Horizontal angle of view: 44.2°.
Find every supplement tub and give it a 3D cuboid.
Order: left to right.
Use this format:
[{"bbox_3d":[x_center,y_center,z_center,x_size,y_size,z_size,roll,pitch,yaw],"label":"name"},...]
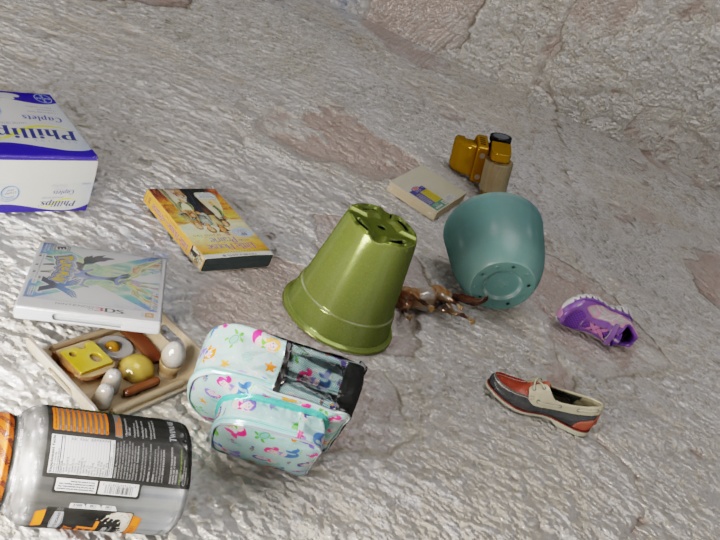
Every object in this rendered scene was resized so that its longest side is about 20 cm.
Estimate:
[{"bbox_3d":[-0.285,0.206,0.918,0.199,0.123,0.123,12,31,-25],"label":"supplement tub"}]

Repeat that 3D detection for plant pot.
[{"bbox_3d":[0.000,0.000,1.438,0.199,0.190,0.200,21,28,-12],"label":"plant pot"},{"bbox_3d":[0.265,-0.024,1.716,0.200,0.201,0.161,18,41,-16],"label":"plant pot"}]

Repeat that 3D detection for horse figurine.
[{"bbox_3d":[0.126,0.054,1.593,0.199,0.050,0.133,2,19,-25],"label":"horse figurine"}]

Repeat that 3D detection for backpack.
[{"bbox_3d":[-0.114,0.156,1.092,0.199,0.178,0.151,25,58,-4],"label":"backpack"}]

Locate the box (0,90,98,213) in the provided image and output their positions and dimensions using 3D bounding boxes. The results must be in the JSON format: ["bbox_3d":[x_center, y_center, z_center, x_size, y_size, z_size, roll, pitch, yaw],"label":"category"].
[{"bbox_3d":[-0.537,-0.187,1.377,0.183,0.105,0.200,-6,43,-45],"label":"box"}]

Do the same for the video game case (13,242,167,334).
[{"bbox_3d":[-0.360,0.021,1.210,0.181,0.022,0.200,8,23,-14],"label":"video game case"}]

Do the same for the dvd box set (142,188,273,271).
[{"bbox_3d":[-0.259,-0.073,1.505,0.146,0.029,0.200,-5,41,-45],"label":"dvd box set"}]

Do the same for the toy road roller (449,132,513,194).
[{"bbox_3d":[0.302,-0.273,2.240,0.145,0.123,0.200,10,29,0],"label":"toy road roller"}]

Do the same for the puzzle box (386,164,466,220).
[{"bbox_3d":[0.155,-0.183,2.053,0.133,0.025,0.200,35,29,13],"label":"puzzle box"}]

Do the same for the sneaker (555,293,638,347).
[{"bbox_3d":[0.490,0.110,1.804,0.199,0.081,0.089,13,39,-27],"label":"sneaker"}]

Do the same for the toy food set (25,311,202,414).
[{"bbox_3d":[-0.305,0.107,1.133,0.143,0.061,0.200,39,30,20],"label":"toy food set"}]

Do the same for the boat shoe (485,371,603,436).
[{"bbox_3d":[0.308,0.212,1.486,0.199,0.063,0.071,24,30,-3],"label":"boat shoe"}]
